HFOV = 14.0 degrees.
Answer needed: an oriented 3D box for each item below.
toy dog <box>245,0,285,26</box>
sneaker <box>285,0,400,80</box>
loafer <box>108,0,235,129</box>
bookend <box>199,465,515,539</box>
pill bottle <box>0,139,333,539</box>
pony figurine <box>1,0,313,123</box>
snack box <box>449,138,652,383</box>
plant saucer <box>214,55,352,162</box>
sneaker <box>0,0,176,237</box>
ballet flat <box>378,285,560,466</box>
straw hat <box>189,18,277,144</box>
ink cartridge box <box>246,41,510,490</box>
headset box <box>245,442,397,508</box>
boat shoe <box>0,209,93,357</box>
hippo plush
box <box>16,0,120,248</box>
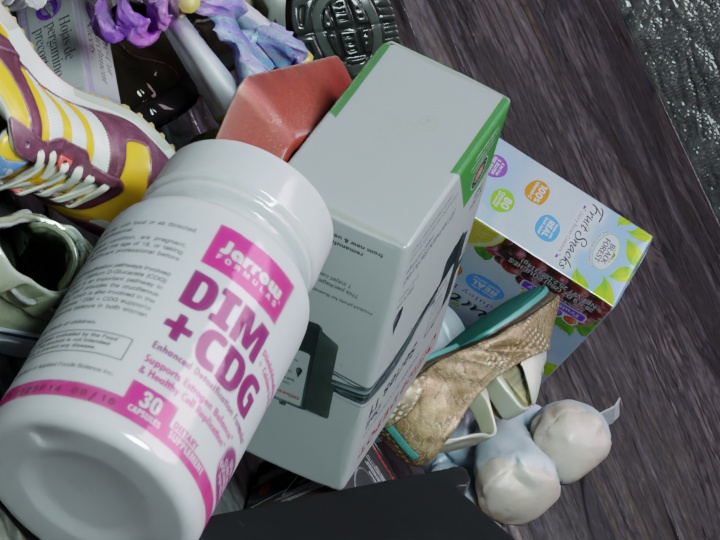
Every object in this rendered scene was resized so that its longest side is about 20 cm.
[{"bbox_3d":[-0.038,-0.138,1.927,0.096,0.132,0.200,38,-8,41],"label":"toy dog"},{"bbox_3d":[0.002,-0.093,1.758,0.091,0.076,0.200,-138,-145,-72],"label":"sneaker"},{"bbox_3d":[-0.121,-0.137,1.778,0.071,0.073,0.200,61,16,-11],"label":"loafer"},{"bbox_3d":[0.030,0.200,1.438,0.200,0.092,0.199,-8,38,-45],"label":"bookend"},{"bbox_3d":[-0.092,0.037,1.418,0.113,0.113,0.200,55,43,-31],"label":"pill bottle"},{"bbox_3d":[-0.115,-0.168,1.625,0.200,0.166,0.193,49,-2,-12],"label":"pony figurine"},{"bbox_3d":[0.069,-0.022,1.918,0.200,0.169,0.068,34,64,-2],"label":"snack box"},{"bbox_3d":[-0.061,-0.016,1.608,0.037,0.200,0.200,26,13,9],"label":"plant saucer"},{"bbox_3d":[-0.169,-0.061,1.502,0.200,0.075,0.090,39,33,-22],"label":"sneaker"},{"bbox_3d":[0.069,0.069,1.776,0.200,0.070,0.065,-29,91,-49],"label":"ballet flat"},{"bbox_3d":[-0.063,-0.046,1.793,0.201,0.085,0.201,-16,90,-89],"label":"straw hat"},{"bbox_3d":[0.000,0.000,1.608,0.147,0.083,0.200,-55,166,-44],"label":"ink cartridge box"},{"bbox_3d":[-0.006,0.197,1.648,0.149,0.075,0.200,59,16,-17],"label":"headset box"},{"bbox_3d":[-0.164,0.004,1.452,0.072,0.062,0.200,65,15,1],"label":"boat shoe"},{"bbox_3d":[0.066,0.081,1.877,0.161,0.159,0.200,52,52,-2],"label":"hippo plush"},{"bbox_3d":[-0.155,-0.072,1.635,0.041,0.039,0.200,45,26,-49],"label":"box"}]
